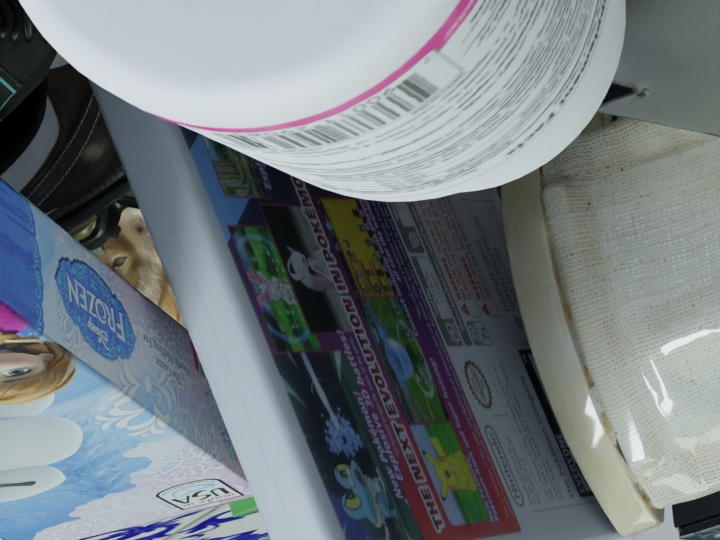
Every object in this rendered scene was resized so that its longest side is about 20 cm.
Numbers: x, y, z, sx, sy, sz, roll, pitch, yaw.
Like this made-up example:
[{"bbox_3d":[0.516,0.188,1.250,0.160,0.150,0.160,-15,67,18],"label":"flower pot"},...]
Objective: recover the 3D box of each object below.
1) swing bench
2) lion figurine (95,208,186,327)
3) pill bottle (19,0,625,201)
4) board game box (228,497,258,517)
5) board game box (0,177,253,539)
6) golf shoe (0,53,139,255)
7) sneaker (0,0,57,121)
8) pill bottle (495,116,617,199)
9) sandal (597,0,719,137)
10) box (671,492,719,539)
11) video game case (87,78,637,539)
[{"bbox_3d":[0.163,-0.037,0.846,0.198,0.130,0.200,-21,-164,25],"label":"swing bench"},{"bbox_3d":[-0.032,-0.004,1.057,0.199,0.123,0.072,-20,-151,-18],"label":"lion figurine"},{"bbox_3d":[0.000,-0.077,0.617,0.113,0.114,0.200,-17,170,13],"label":"pill bottle"},{"bbox_3d":[0.053,0.050,1.037,0.134,0.029,0.199,-10,169,-42],"label":"board game box"},{"bbox_3d":[-0.153,0.044,0.741,0.199,0.044,0.199,-15,158,14],"label":"board game box"},{"bbox_3d":[-0.147,-0.017,0.816,0.200,0.078,0.094,-39,147,6],"label":"golf shoe"},{"bbox_3d":[-0.120,-0.068,0.664,0.079,0.076,0.200,-27,180,-13],"label":"sneaker"},{"bbox_3d":[0.047,-0.028,0.995,0.199,0.107,0.106,-8,168,-40],"label":"pill bottle"},{"bbox_3d":[0.052,-0.070,0.740,0.198,0.043,0.077,5,128,4],"label":"sandal"},{"bbox_3d":[0.179,-0.006,1.031,0.043,0.202,0.160,6,161,-32],"label":"box"},{"bbox_3d":[0.000,0.000,0.797,0.023,0.201,0.182,-30,165,28],"label":"video game case"}]
